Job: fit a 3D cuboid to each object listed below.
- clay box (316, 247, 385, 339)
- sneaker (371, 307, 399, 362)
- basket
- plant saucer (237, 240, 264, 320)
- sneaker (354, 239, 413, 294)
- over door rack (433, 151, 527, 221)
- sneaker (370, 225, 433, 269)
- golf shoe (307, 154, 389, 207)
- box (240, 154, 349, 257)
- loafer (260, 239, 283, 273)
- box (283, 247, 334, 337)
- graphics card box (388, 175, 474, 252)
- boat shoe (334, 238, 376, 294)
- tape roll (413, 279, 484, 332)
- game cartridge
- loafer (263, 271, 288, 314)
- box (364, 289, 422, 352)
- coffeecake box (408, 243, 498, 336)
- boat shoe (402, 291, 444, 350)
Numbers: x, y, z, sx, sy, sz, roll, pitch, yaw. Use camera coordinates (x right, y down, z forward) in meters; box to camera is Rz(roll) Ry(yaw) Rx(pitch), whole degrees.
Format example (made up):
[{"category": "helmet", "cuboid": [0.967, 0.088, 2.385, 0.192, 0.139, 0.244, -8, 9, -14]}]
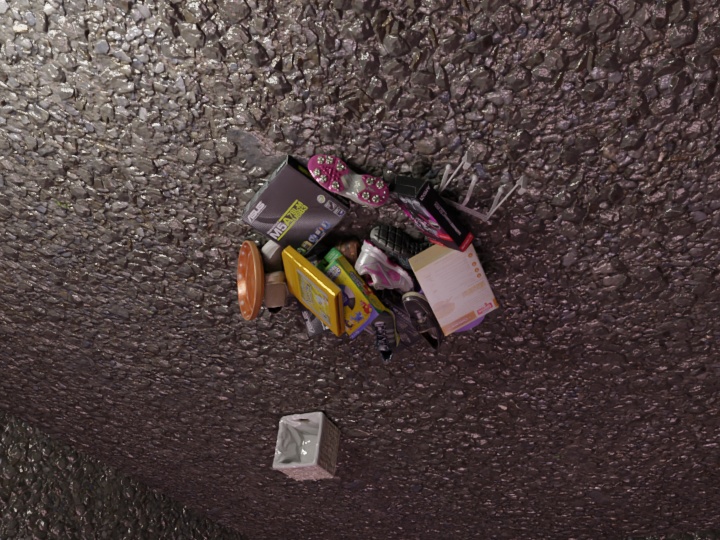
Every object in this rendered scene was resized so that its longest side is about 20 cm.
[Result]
[{"category": "clay box", "cuboid": [-0.042, 0.056, 1.566, 0.201, 0.047, 0.115, 49, 123, 4]}, {"category": "sneaker", "cuboid": [0.065, 0.175, 1.728, 0.072, 0.083, 0.202, -6, 137, 18]}, {"category": "basket", "cuboid": [-0.196, 0.656, 2.331, 0.193, 0.205, 0.161, -13, 141, 26]}, {"category": "plant saucer", "cuboid": [-0.285, 0.026, 1.629, 0.031, 0.205, 0.202, 0, 145, -23]}, {"category": "sneaker", "cuboid": [0.055, 0.009, 1.586, 0.199, 0.081, 0.089, 38, 91, -32]}, {"category": "over door rack", "cuboid": [0.254, -0.186, 1.347, 0.144, 0.068, 0.200, 20, 160, -10]}, {"category": "sneaker", "cuboid": [0.106, -0.042, 1.552, 0.196, 0.077, 0.079, 24, 141, -14]}, {"category": "golf shoe", "cuboid": [-0.029, -0.193, 1.412, 0.196, 0.077, 0.092, 28, 173, 4]}, {"category": "box", "cuboid": [-0.155, -0.144, 1.490, 0.191, 0.048, 0.199, 32, 123, -27]}, {"category": "loafer", "cuboid": [-0.230, -0.026, 1.640, 0.070, 0.070, 0.201, 46, 145, 6]}, {"category": "box", "cuboid": [-0.100, 0.060, 1.655, 0.157, 0.044, 0.205, -18, 96, 30]}, {"category": "graphics card box", "cuboid": [0.157, -0.128, 1.414, 0.200, 0.051, 0.125, 45, 169, -33]}, {"category": "boat shoe", "cuboid": [0.000, -0.001, 1.625, 0.066, 0.073, 0.202, -10, 132, 24]}, {"category": "tape roll", "cuboid": [0.237, 0.079, 1.669, 0.193, 0.067, 0.203, 6, 139, 6]}, {"category": "game cartridge", "cuboid": [-0.116, 0.050, 1.538, 0.198, 0.032, 0.179, 38, 152, 26]}, {"category": "loafer", "cuboid": [-0.223, 0.060, 1.658, 0.073, 0.070, 0.201, -9, 159, -7]}, {"category": "box", "cuboid": [0.095, 0.142, 1.786, 0.198, 0.049, 0.157, 34, 135, -24]}, {"category": "coffeecake box", "cuboid": [0.227, 0.032, 1.519, 0.151, 0.073, 0.203, -28, 117, 3]}, {"category": "boat shoe", "cuboid": [0.169, 0.134, 1.646, 0.070, 0.066, 0.201, -13, 134, 26]}]
